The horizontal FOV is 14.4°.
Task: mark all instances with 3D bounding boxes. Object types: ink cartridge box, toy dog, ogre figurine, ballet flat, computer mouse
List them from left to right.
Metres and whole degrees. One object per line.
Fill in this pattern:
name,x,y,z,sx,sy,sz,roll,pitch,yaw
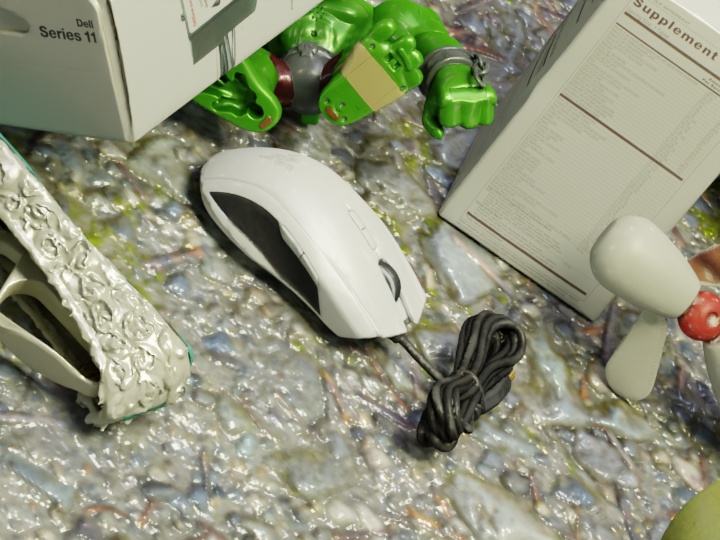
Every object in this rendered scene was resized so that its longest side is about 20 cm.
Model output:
ballet flat,-0.162,-0.005,1.354,0.200,0.072,0.072,45,37,10
ink cartridge box,-0.121,-0.148,1.448,0.146,0.083,0.200,10,33,32
ogre figurine,-0.029,-0.119,1.553,0.120,0.199,0.099,-82,158,-65
computer mouse,0.000,0.000,1.485,0.200,0.044,0.110,43,37,6
toy dog,0.202,0.041,1.574,0.201,0.131,0.096,63,-10,-14

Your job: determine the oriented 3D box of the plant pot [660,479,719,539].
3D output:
plant pot,0.214,0.195,1.370,0.200,0.201,0.185,25,27,-17

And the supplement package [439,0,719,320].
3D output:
supplement package,0.151,-0.092,1.592,0.114,0.200,0.110,35,37,-5
